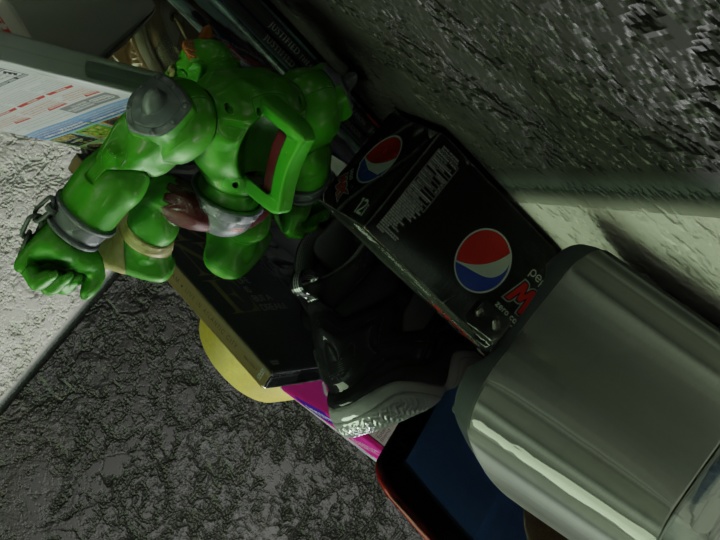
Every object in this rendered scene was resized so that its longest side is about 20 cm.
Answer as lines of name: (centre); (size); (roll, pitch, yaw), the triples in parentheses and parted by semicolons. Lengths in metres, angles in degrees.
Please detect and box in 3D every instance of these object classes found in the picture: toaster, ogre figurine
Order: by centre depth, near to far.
toaster: (0.129, 0.076, 0.629); (0.129, 0.114, 0.200); (34, 171, 32)
ogre figurine: (-0.072, -0.051, 0.717); (0.198, 0.120, 0.099); (6, -138, -35)

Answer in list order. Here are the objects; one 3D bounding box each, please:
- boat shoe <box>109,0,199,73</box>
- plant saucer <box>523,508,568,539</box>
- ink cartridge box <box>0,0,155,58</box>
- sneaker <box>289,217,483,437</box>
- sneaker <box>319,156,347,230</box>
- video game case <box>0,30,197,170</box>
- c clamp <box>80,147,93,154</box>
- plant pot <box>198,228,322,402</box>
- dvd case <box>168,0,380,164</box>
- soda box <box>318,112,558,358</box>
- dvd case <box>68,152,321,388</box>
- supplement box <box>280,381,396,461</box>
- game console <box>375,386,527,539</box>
boat shoe: (-0.138, -0.158, 0.922); (0.072, 0.065, 0.201); (20, 143, 42)
plant saucer: (0.186, 0.145, 0.751); (0.198, 0.035, 0.201); (13, -155, -6)
ink cartridge box: (-0.232, -0.186, 0.854); (0.199, 0.083, 0.147); (6, 135, 51)
sneaker: (0.030, 0.009, 0.830); (0.200, 0.075, 0.115); (-35, -79, -54)
sneaker: (-0.075, -0.070, 1.049); (0.200, 0.086, 0.081); (38, 163, 31)
video game case: (-0.145, -0.091, 0.794); (0.198, 0.018, 0.142); (10, 169, -38)
c clamp: (-0.131, -0.090, 1.110); (0.169, 0.201, 0.027); (26, 135, -8)
plant pot: (-0.062, 0.035, 1.265); (0.200, 0.142, 0.201); (39, -157, -20)
dvd case: (-0.056, -0.127, 0.836); (0.200, 0.022, 0.146); (45, 175, -35)
soda box: (0.072, 0.008, 0.757); (0.200, 0.063, 0.071); (44, 176, -26)
dvd case: (-0.070, -0.006, 0.871); (0.200, 0.016, 0.148); (45, -155, 26)
supplement box: (0.052, 0.111, 1.093); (0.200, 0.104, 0.101); (41, 169, -29)
game console: (0.123, 0.119, 0.831); (0.200, 0.170, 0.120); (-50, -51, -64)
